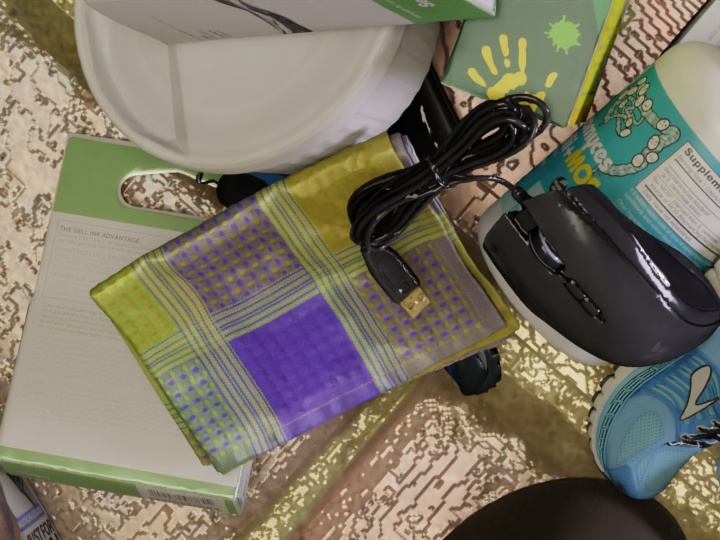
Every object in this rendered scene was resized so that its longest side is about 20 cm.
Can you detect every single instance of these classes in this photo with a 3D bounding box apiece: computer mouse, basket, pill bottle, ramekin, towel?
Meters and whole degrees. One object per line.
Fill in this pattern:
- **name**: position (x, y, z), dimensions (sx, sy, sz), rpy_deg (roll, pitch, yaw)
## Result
- **computer mouse**: position (0.085, 0.008, 1.195), dimensions (0.140, 0.046, 0.200), rpy_deg (-28, 125, 29)
- **basket**: position (0.097, 0.204, 1.272), dimensions (0.180, 0.200, 0.136), rpy_deg (-31, 90, 9)
- **pill bottle**: position (0.168, -0.048, 1.266), dimensions (0.200, 0.111, 0.111), rpy_deg (-41, 89, 18)
- **ramekin**: position (-0.048, -0.144, 1.263), dimensions (0.202, 0.094, 0.203), rpy_deg (-5, 79, 26)
- **towel**: position (-0.030, 0.020, 1.265), dimensions (0.200, 0.023, 0.144), rpy_deg (-25, 115, 11)

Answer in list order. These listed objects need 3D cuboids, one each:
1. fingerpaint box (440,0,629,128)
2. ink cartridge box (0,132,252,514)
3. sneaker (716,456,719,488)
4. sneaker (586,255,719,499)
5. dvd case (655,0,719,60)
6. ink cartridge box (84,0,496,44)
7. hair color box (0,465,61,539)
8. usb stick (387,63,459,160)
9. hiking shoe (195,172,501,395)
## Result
- **fingerpaint box**: position (0.110, -0.166, 1.238), dimensions (0.073, 0.200, 0.167), rpy_deg (21, 98, 6)
- **ink cartridge box**: position (-0.121, 0.030, 1.363), dimensions (0.145, 0.048, 0.201), rpy_deg (9, 74, 6)
- **sneaker**: position (0.290, 0.180, 1.307), dimensions (0.130, 0.080, 0.201), rpy_deg (-20, 93, 10)
- **sneaker**: position (0.195, 0.069, 1.268), dimensions (0.090, 0.078, 0.200), rpy_deg (59, 138, 26)
- **dvd case**: position (0.252, -0.065, 1.320), dimensions (0.200, 0.018, 0.143), rpy_deg (41, 98, 2)
- **ink cartridge box**: position (-0.034, -0.197, 1.160), dimensions (0.199, 0.084, 0.147), rpy_deg (-2, 80, 29)
- **hair color box**: position (-0.231, 0.144, 1.354), dimensions (0.065, 0.109, 0.200), rpy_deg (-31, 91, 9)
- **usb stick**: position (0.000, -0.145, 1.338), dimensions (0.055, 0.033, 0.200), rpy_deg (-25, 92, 18)
- **hiking shoe**: position (0.000, 0.000, 1.327), dimensions (0.087, 0.074, 0.200), rpy_deg (-39, 83, 0)
